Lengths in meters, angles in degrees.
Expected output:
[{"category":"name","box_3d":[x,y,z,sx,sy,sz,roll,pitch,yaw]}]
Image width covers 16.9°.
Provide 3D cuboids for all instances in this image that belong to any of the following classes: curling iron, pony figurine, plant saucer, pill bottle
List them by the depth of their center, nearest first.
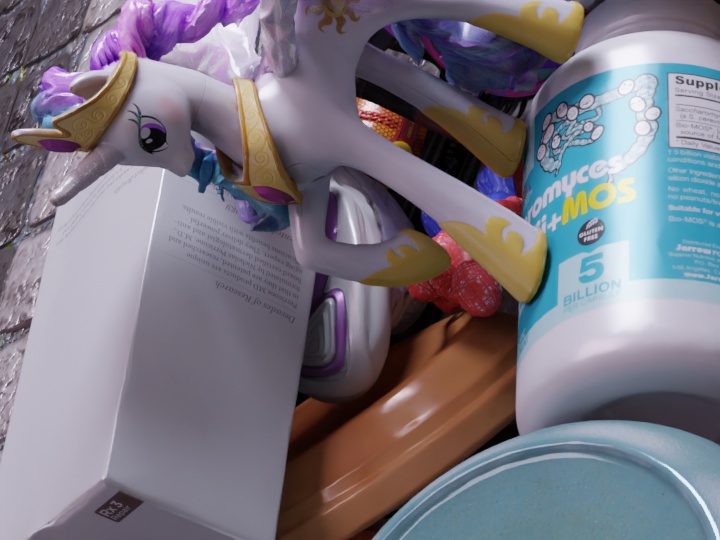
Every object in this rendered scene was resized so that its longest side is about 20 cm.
[{"category":"plant saucer","box_3d":[0.057,0.130,0.815,0.199,0.027,0.201,-21,45,23]},{"category":"pony figurine","box_3d":[-0.020,-0.090,0.921,0.167,0.199,0.194,140,144,-64]},{"category":"pill bottle","box_3d":[0.117,-0.016,0.949,0.111,0.111,0.201,-35,38,39]},{"category":"plant saucer","box_3d":[-0.004,0.073,1.029,0.200,0.038,0.200,-32,4,2]},{"category":"curling iron","box_3d":[0.002,-0.101,1.175,0.199,0.026,0.050,21,56,38]}]

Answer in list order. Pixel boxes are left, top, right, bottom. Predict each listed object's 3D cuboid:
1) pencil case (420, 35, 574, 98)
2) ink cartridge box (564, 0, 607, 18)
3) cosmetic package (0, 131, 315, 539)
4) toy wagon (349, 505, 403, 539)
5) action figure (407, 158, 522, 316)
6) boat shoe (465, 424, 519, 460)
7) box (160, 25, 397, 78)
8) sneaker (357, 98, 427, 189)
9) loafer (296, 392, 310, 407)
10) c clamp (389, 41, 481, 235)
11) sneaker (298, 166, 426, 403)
[{"category":"pencil case","box_3d":[0.087,-0.164,1.130,0.088,0.088,0.201,-29,31,44]},{"category":"ink cartridge box","box_3d":[0.151,-0.173,0.987,0.200,0.144,0.085,-27,79,46]},{"category":"cosmetic package","box_3d":[-0.081,0.033,0.980,0.113,0.081,0.201,-36,39,48]},{"category":"toy wagon","box_3d":[-0.004,0.169,1.052,0.200,0.039,0.156,-7,59,56]},{"category":"action figure","box_3d":[0.052,-0.012,1.041,0.065,0.052,0.200,-30,6,10]},{"category":"boat shoe","box_3d":[0.074,0.152,0.933,0.073,0.063,0.201,-18,47,16]},{"category":"box","box_3d":[-0.038,-0.105,1.120,0.200,0.036,0.143,-40,24,24]},{"category":"sneaker","box_3d":[-0.046,-0.046,1.277,0.200,0.073,0.077,-29,38,44]},{"category":"loafer","box_3d":[-0.050,0.052,1.218,0.201,0.068,0.071,-121,23,-47]},{"category":"c clamp","box_3d":[-0.008,-0.069,1.201,0.170,0.027,0.201,14,82,31]},{"category":"sneaker","box_3d":[0.000,0.000,1.066,0.075,0.099,0.200,-52,23,19]}]
